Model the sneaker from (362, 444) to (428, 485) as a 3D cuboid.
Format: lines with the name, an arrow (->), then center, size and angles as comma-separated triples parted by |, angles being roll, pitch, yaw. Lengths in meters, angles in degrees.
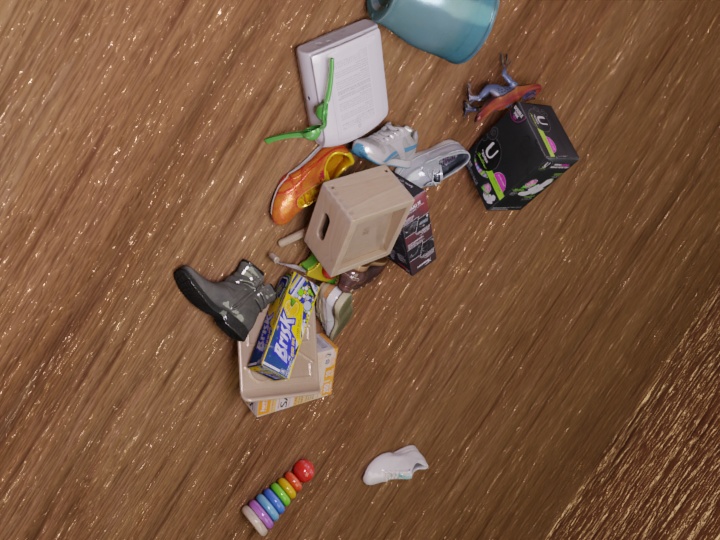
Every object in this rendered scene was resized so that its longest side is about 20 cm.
sneaker -> 0.101, 0.547, 2.039 | 0.197, 0.088, 0.077 | -17, 128, -33

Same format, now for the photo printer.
photo printer -> -0.028, -0.335, 1.365 | 0.164, 0.069, 0.203 | -30, 133, -22

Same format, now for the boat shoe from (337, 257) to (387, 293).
boat shoe -> 0.000, 0.000, 1.571 | 0.199, 0.069, 0.072 | -19, 133, -67

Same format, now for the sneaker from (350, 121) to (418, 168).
sneaker -> 0.047, -0.252, 1.472 | 0.199, 0.076, 0.082 | -13, 126, -59

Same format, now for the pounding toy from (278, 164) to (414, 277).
pounding toy -> -0.032, -0.092, 1.429 | 0.182, 0.143, 0.202 | -21, 151, -35

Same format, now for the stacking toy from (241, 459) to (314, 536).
stacking toy -> -0.188, 0.538, 1.789 | 0.199, 0.085, 0.086 | -40, 136, -20

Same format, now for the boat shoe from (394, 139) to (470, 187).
boat shoe -> 0.154, -0.219, 1.600 | 0.199, 0.071, 0.071 | -32, 133, -22

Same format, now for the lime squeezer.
lime squeezer -> -0.084, -0.277, 1.310 | 0.200, 0.071, 0.038 | -44, 176, 29

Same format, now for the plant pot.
plant pot -> 0.117, -0.488, 1.319 | 0.184, 0.200, 0.204 | 5, 115, -26

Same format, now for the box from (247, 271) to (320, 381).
box -> -0.151, 0.111, 1.469 | 0.069, 0.064, 0.204 | 30, 62, -27

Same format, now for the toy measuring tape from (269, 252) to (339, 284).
toy measuring tape -> -0.097, -0.025, 1.508 | 0.198, 0.073, 0.075 | 20, 103, -46

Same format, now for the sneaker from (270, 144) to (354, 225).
sneaker -> -0.095, -0.164, 1.413 | 0.201, 0.077, 0.073 | -49, 139, -2

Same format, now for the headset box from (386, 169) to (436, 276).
headset box -> 0.074, -0.113, 1.542 | 0.076, 0.148, 0.203 | -32, 133, -21

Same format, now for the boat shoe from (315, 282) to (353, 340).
boat shoe -> -0.060, 0.083, 1.597 | 0.075, 0.068, 0.201 | -50, 166, -27

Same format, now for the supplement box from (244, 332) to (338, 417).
supplement box -> -0.152, 0.225, 1.617 | 0.197, 0.073, 0.129 | -11, 123, -36

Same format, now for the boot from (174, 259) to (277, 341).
boot -> -0.254, 0.028, 1.413 | 0.201, 0.067, 0.132 | 49, 59, -30

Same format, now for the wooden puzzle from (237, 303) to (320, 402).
wooden puzzle -> -0.172, 0.158, 1.512 | 0.182, 0.046, 0.205 | 0, 79, -36

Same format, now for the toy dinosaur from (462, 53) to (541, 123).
toy dinosaur -> 0.312, -0.363, 1.600 | 0.177, 0.203, 0.106 | -3, 142, -3

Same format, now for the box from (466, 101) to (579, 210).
box -> 0.351, -0.248, 1.642 | 0.122, 0.151, 0.200 | -5, 154, -39
